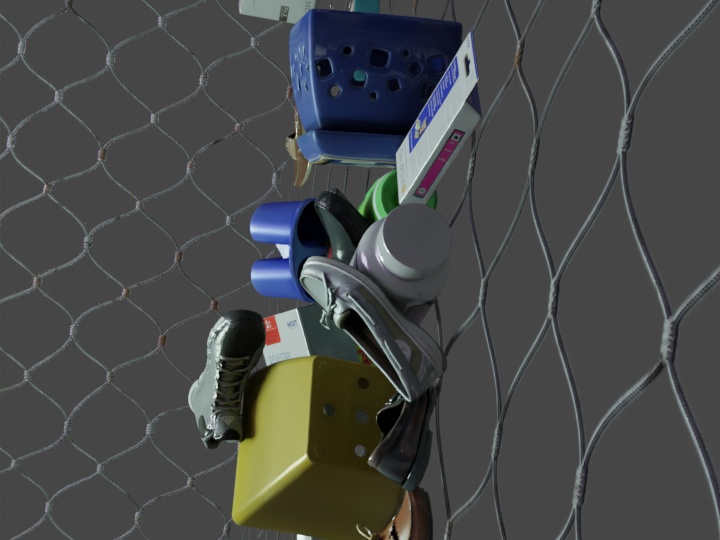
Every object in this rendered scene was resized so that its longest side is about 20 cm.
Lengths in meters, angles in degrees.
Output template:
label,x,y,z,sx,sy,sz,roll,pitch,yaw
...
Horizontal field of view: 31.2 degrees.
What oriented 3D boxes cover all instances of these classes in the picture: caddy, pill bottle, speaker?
label,x,y,z,sx,sy,sz,roll,pitch,yaw
caddy,-0.072,-0.030,1.794,0.200,0.104,0.143,-12,-78,-67
pill bottle,0.042,0.003,1.511,0.200,0.110,0.112,117,159,-62
speaker,0.041,-0.071,1.668,0.200,0.088,0.089,134,142,-75

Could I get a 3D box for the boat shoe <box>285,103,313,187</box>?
label,x,y,z,sx,sy,sz,roll,pitch,yaw
boat shoe,-0.140,-0.294,2.993,0.076,0.071,0.202,-113,32,-73

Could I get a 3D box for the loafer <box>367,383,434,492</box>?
label,x,y,z,sx,sy,sz,roll,pitch,yaw
loafer,0.045,0.169,1.434,0.200,0.062,0.072,-83,15,-69

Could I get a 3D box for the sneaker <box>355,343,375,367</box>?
label,x,y,z,sx,sy,sz,roll,pitch,yaw
sneaker,-0.003,0.114,1.849,0.201,0.077,0.091,100,165,-56

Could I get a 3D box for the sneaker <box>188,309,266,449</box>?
label,x,y,z,sx,sy,sz,roll,pitch,yaw
sneaker,-0.159,0.150,1.612,0.116,0.074,0.201,-105,29,-42

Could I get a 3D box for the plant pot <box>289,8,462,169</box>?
label,x,y,z,sx,sy,sz,roll,pitch,yaw
plant pot,0.012,-0.225,1.656,0.200,0.198,0.182,-167,79,-80

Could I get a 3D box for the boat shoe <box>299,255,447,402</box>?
label,x,y,z,sx,sy,sz,roll,pitch,yaw
boat shoe,0.005,0.062,1.447,0.065,0.202,0.075,-43,-11,-27

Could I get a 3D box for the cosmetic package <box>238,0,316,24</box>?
label,x,y,z,sx,sy,sz,roll,pitch,yaw
cosmetic package,-0.215,-0.760,3.448,0.165,0.198,0.166,-106,26,-69

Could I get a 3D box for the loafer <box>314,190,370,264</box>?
label,x,y,z,sx,sy,sz,roll,pitch,yaw
loafer,-0.005,-0.012,1.641,0.068,0.070,0.201,23,151,55

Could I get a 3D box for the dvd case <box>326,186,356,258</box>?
label,x,y,z,sx,sy,sz,roll,pitch,yaw
dvd case,0.000,0.000,1.762,0.022,0.146,0.201,-26,41,22

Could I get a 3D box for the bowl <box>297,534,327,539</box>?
label,x,y,z,sx,sy,sz,roll,pitch,yaw
bowl,-0.035,0.334,1.739,0.201,0.089,0.203,180,90,-82

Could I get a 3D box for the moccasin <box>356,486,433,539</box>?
label,x,y,z,sx,sy,sz,roll,pitch,yaw
moccasin,0.028,0.319,1.423,0.074,0.077,0.203,-90,17,-54

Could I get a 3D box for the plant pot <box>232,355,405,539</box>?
label,x,y,z,sx,sy,sz,roll,pitch,yaw
plant pot,-0.031,0.208,1.592,0.176,0.198,0.202,132,146,-56

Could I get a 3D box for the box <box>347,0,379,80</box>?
label,x,y,z,sx,sy,sz,roll,pitch,yaw
box,0.000,-0.393,2.289,0.082,0.049,0.202,114,161,-60

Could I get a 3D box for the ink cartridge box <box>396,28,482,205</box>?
label,x,y,z,sx,sy,sz,roll,pitch,yaw
ink cartridge box,0.097,-0.171,1.491,0.095,0.037,0.201,-92,24,-45

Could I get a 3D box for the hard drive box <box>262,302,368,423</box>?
label,x,y,z,sx,sy,sz,roll,pitch,yaw
hard drive box,-0.063,0.150,1.822,0.156,0.076,0.202,-20,84,62
